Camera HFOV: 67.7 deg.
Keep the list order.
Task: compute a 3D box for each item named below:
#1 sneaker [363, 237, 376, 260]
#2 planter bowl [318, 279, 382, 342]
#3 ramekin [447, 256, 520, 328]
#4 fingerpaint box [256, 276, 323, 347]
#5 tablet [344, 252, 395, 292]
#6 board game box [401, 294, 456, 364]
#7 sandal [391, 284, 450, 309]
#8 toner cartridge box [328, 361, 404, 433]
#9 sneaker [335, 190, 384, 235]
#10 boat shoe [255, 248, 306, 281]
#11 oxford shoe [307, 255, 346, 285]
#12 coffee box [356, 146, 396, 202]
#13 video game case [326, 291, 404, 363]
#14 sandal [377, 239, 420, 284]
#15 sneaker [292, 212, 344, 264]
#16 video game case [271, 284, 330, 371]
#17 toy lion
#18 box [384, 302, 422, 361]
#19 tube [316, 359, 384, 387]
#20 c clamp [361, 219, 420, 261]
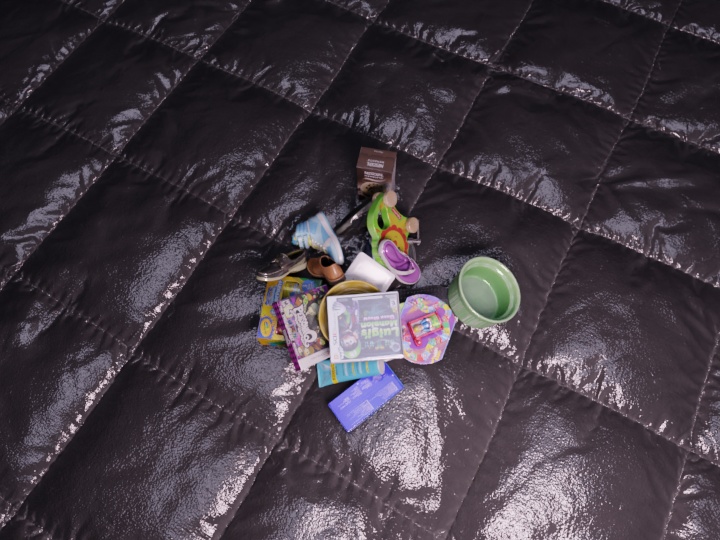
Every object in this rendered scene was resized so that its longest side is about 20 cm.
[{"bbox_3d":[0.000,0.000,1.627,0.108,0.070,0.202,-3,80,1],"label":"sneaker"},{"bbox_3d":[-0.017,0.133,1.513,0.199,0.083,0.202,0,76,-1],"label":"planter bowl"},{"bbox_3d":[0.351,0.070,1.554,0.199,0.098,0.201,9,64,-18],"label":"ramekin"},{"bbox_3d":[-0.204,0.122,1.591,0.166,0.073,0.201,6,66,4],"label":"fingerpaint box"},{"bbox_3d":[-0.003,0.061,1.582,0.130,0.014,0.201,35,96,-5],"label":"tablet"},{"bbox_3d":[0.183,0.165,1.528,0.157,0.039,0.201,23,78,4],"label":"board game box"},{"bbox_3d":[0.183,0.086,1.616,0.199,0.045,0.076,-1,60,17],"label":"sandal"},{"bbox_3d":[0.017,0.353,1.499,0.199,0.043,0.095,-35,71,-12],"label":"toner cartridge box"},{"bbox_3d":[0.020,-0.153,1.701,0.199,0.076,0.114,-35,110,11],"label":"sneaker"},{"bbox_3d":[-0.235,-0.021,1.604,0.071,0.066,0.200,18,25,31],"label":"boat shoe"},{"bbox_3d":[-0.109,-0.018,1.602,0.071,0.072,0.200,-32,25,-22],"label":"oxford shoe"},{"bbox_3d":[0.050,-0.292,1.695,0.112,0.200,0.080,10,67,7],"label":"coffee box"},{"bbox_3d":[0.012,0.153,1.454,0.198,0.023,0.183,-4,76,-2],"label":"video game case"},{"bbox_3d":[0.124,-0.018,1.585,0.050,0.202,0.083,5,66,46],"label":"sandal"},{"bbox_3d":[-0.137,-0.080,1.677,0.130,0.080,0.201,-23,58,-10],"label":"sneaker"},{"bbox_3d":[-0.137,0.158,1.509,0.181,0.036,0.201,-17,85,-41],"label":"video game case"},{"bbox_3d":[0.085,-0.108,1.608,0.068,0.200,0.192,1,55,46],"label":"toy lion"},{"bbox_3d":[0.062,0.191,1.559,0.199,0.036,0.145,-18,77,-6],"label":"box"},{"bbox_3d":[-0.032,0.277,1.508,0.199,0.050,0.078,-12,71,22],"label":"tube"},{"bbox_3d":[0.097,-0.070,1.695,0.198,0.027,0.172,-5,71,-2],"label":"c clamp"}]
